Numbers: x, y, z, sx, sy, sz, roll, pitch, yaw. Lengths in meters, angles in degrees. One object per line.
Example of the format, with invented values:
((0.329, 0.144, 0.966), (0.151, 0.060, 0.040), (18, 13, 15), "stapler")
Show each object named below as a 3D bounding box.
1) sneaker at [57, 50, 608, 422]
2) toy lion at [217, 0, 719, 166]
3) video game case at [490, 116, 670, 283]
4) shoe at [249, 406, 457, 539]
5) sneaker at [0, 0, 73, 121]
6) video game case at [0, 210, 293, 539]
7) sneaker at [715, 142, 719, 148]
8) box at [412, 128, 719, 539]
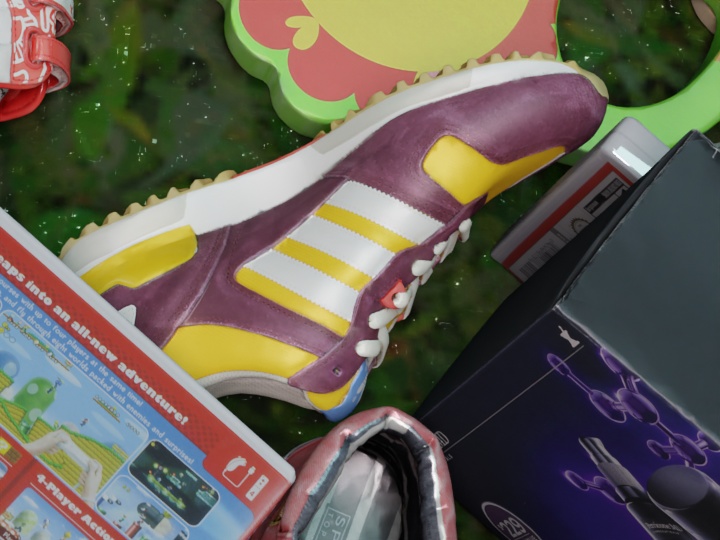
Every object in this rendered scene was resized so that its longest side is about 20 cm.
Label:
((0.000, 0.000, 0.850), (0.199, 0.075, 0.091), (-24, 75, 6), "sneaker")
((0.051, -0.112, 0.923), (0.200, 0.069, 0.192), (42, 77, 0), "toy lion")
((0.140, 0.037, 0.855), (0.200, 0.143, 0.017), (41, 72, 0), "video game case")
((-0.024, 0.141, 0.815), (0.071, 0.091, 0.201), (20, 71, -7), "shoe")
((-0.111, -0.119, 0.879), (0.200, 0.067, 0.108), (-28, 84, -15), "sneaker")
((-0.127, 0.078, 0.727), (0.143, 0.017, 0.200), (41, 52, 1), "video game case")
((0.183, -0.046, 0.922), (0.200, 0.080, 0.078), (-38, 86, -20), "sneaker")
((0.105, 0.054, 0.812), (0.141, 0.200, 0.079), (43, 70, 1), "box")
